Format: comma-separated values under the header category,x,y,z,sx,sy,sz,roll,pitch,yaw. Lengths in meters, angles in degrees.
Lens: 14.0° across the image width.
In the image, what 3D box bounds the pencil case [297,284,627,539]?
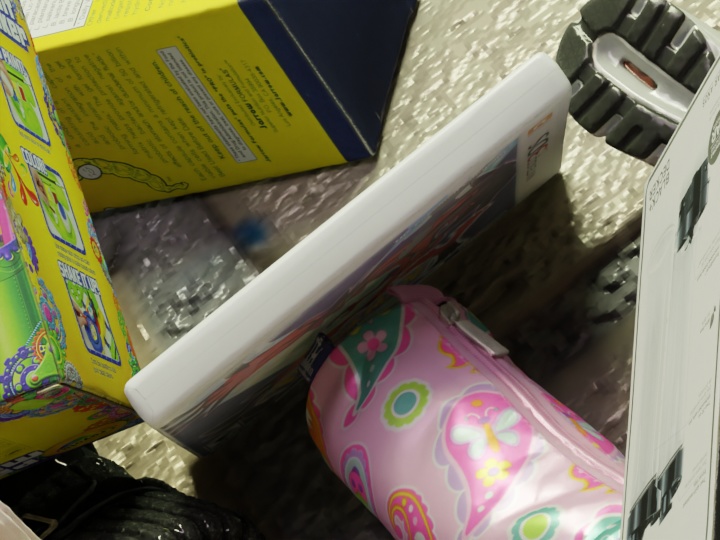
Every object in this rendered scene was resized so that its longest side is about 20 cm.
category,x,y,z,sx,sy,sz,roll,pitch,yaw
pencil case,0.056,0.081,1.072,0.087,0.088,0.200,-40,39,-5

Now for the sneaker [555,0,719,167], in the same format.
category,x,y,z,sx,sy,sz,roll,pitch,yaw
sneaker,0.168,-0.038,1.118,0.200,0.090,0.078,47,108,30

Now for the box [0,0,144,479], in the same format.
category,x,y,z,sx,sy,sz,roll,pitch,yaw
box,-0.215,-0.002,1.149,0.199,0.122,0.194,-21,77,9

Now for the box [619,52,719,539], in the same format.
category,x,y,z,sx,sy,sz,roll,pitch,yaw
box,0.129,0.036,0.951,0.060,0.117,0.201,11,60,-6

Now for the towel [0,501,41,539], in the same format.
category,x,y,z,sx,sy,sz,roll,pitch,yaw
towel,-0.143,0.205,1.015,0.032,0.191,0.200,17,63,46

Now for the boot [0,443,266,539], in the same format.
category,x,y,z,sx,sy,sz,roll,pitch,yaw
boot,-0.148,0.151,1.160,0.211,0.080,0.158,-47,40,-13

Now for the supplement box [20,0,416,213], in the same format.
category,x,y,z,sx,sy,sz,roll,pitch,yaw
supplement box,-0.091,-0.108,1.353,0.199,0.110,0.109,-10,46,29

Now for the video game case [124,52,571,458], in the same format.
category,x,y,z,sx,sy,sz,roll,pitch,yaw
video game case,0.000,0.000,1.151,0.200,0.182,0.023,-38,83,-2
